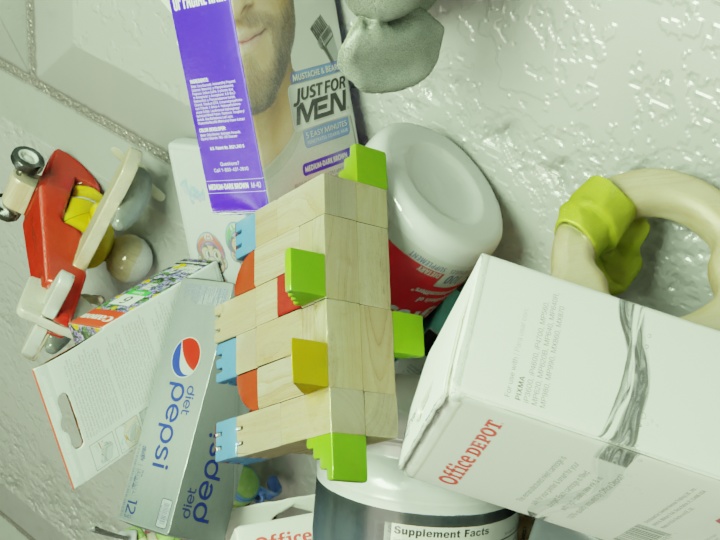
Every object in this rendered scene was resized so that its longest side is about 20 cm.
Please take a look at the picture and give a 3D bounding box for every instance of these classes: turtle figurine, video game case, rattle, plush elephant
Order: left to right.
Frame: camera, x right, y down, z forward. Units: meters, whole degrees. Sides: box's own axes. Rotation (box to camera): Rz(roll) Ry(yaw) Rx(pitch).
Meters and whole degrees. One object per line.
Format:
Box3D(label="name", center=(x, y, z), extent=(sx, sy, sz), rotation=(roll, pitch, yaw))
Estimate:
Box3D(label="turtle figurine", center=(-0.190, 0.205, 1.076), extent=(0.194, 0.197, 0.146), rotation=(-44, 48, 49))
Box3D(label="video game case", center=(-0.072, -0.013, 0.932), extent=(0.197, 0.024, 0.185), rotation=(11, 119, 38))
Box3D(label="plush elephant", center=(0.015, -0.202, 0.656), extent=(0.198, 0.154, 0.167), rotation=(32, 131, 24))
Box3D(label="rattle", center=(0.209, 0.029, 0.680), extent=(0.196, 0.131, 0.144), rotation=(10, 135, 7))

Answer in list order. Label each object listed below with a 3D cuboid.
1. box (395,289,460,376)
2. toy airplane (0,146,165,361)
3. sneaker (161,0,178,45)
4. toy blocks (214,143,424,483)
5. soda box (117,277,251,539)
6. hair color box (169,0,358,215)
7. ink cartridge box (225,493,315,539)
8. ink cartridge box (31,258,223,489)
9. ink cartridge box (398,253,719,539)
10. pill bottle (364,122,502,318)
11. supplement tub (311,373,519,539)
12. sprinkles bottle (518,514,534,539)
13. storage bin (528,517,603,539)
Box3D(label="box", center=(0.042, 0.101, 0.862), extent=(0.082, 0.049, 0.200), rotation=(36, 135, -6))
Box3D(label="toy airplane", center=(-0.249, -0.010, 1.007), extent=(0.199, 0.139, 0.203), rotation=(4, 84, 54))
Box3D(label="sneaker", center=(-0.129, -0.252, 0.812), extent=(0.070, 0.080, 0.203), rotation=(-18, 99, 46))
Box3D(label="toy blocks", center=(-0.041, 0.037, 0.700), extent=(0.136, 0.099, 0.204), rotation=(-22, 64, 48))
Box3D(label="soda box", center=(-0.127, 0.113, 0.907), extent=(0.063, 0.068, 0.204), rotation=(4, 75, 38))
Box3D(label="hair color box", center=(-0.067, -0.151, 0.776), extent=(0.064, 0.109, 0.204), rotation=(-1, 107, 39))
Box3D(label="ink cartridge box", center=(-0.038, 0.290, 0.915), extent=(0.126, 0.126, 0.203), rotation=(117, 143, -56))
Box3D(label="ink cartridge box", center=(-0.187, 0.079, 0.922), extent=(0.050, 0.199, 0.111), rotation=(4, 116, 40))
Box3D(label="ink cartridge box", center=(0.131, 0.084, 0.609), extent=(0.196, 0.086, 0.146), rotation=(16, 153, -1))
Box3D(label="pill bottle", center=(0.000, 0.000, 0.794), extent=(0.113, 0.112, 0.200), rotation=(49, 127, 7))
Box3D(label="supplement tub", center=(0.035, 0.182, 0.747), extent=(0.139, 0.139, 0.204), rotation=(9, 97, 37))
Box3D(label="sprinkles bottle", center=(0.083, 0.269, 0.921), extent=(0.068, 0.068, 0.200), rotation=(49, 135, 7))
Box3D(label="storage bin", center=(0.199, 0.191, 0.728), extent=(0.198, 0.134, 0.148), rotation=(31, 130, 25))
